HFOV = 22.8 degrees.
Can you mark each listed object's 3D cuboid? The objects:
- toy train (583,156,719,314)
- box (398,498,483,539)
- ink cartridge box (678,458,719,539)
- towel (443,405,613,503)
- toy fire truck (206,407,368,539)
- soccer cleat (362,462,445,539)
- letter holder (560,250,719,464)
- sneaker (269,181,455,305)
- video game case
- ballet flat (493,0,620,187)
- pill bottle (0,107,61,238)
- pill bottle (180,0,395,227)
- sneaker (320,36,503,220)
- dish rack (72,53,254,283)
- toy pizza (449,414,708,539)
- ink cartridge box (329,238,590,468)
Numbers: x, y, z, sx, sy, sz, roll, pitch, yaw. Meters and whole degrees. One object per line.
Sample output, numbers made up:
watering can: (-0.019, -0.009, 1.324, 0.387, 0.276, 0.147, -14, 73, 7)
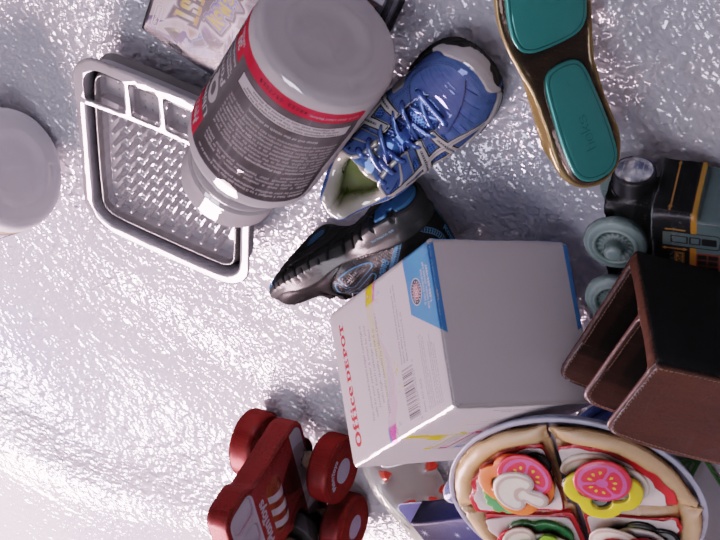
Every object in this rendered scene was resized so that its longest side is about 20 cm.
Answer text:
toy train: (0.223, 0.004, 1.286, 0.113, 0.086, 0.201, 8, 134, 18)
box: (0.127, 0.235, 1.486, 0.199, 0.033, 0.121, -14, 123, 45)
ink cartridge box: (0.230, 0.245, 1.516, 0.199, 0.084, 0.145, -13, 120, 44)
towel: (0.165, 0.128, 1.412, 0.200, 0.146, 0.024, -39, 74, 51)
toy fire truck: (-0.081, 0.240, 1.679, 0.111, 0.168, 0.201, 14, 137, 25)
soccer cleat: (0.068, 0.233, 1.644, 0.200, 0.070, 0.077, 42, 144, -11)
letter holder: (0.255, 0.089, 1.247, 0.198, 0.101, 0.143, 13, 135, -16)
sneaker: (0.000, 0.000, 1.452, 0.082, 0.073, 0.199, 47, 141, -16)
video game case: (-0.066, -0.202, 1.336, 0.180, 0.026, 0.201, 34, 141, 3)
ballet flat: (0.125, -0.152, 1.208, 0.063, 0.068, 0.202, -131, 23, -67)
pill bottle: (-0.371, -0.074, 1.627, 0.199, 0.111, 0.112, -13, 121, 44)
pill bottle: (-0.062, -0.115, 1.310, 0.110, 0.111, 0.200, 38, 141, -2)
sneaker: (0.037, -0.098, 1.322, 0.076, 0.077, 0.200, 41, 140, -3)
dish rack: (-0.157, -0.091, 1.503, 0.170, 0.044, 0.201, 23, 139, 16)
toy pizza: (0.162, 0.182, 1.346, 0.198, 0.032, 0.201, 10, 138, 9)
ink cartridge box: (0.069, 0.070, 1.381, 0.124, 0.130, 0.200, 0, 162, -26)
